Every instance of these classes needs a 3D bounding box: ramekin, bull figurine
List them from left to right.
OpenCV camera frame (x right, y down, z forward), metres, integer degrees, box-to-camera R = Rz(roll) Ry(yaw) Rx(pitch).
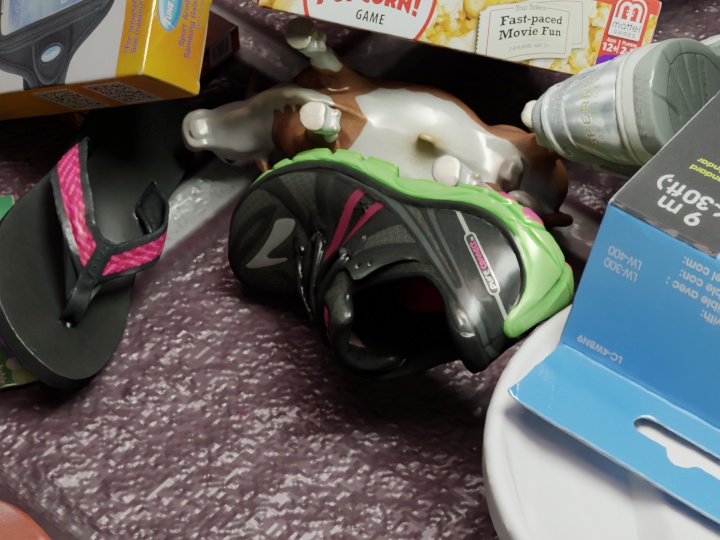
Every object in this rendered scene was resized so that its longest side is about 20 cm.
[{"bbox_3d":[0.009,-0.063,0.934,0.198,0.121,0.066,15,80,6],"label":"bull figurine"},{"bbox_3d":[0.145,0.102,0.782,0.200,0.095,0.204,1,45,-1],"label":"ramekin"}]

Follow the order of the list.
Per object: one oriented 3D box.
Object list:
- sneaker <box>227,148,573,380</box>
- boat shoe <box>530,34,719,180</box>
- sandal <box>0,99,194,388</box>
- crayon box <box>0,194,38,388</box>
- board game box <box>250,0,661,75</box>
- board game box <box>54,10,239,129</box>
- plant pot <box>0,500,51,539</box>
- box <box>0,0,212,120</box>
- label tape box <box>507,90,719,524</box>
[{"bbox_3d":[0.000,0.000,0.859,0.199,0.077,0.084,8,47,49],"label":"sneaker"},{"bbox_3d":[0.147,-0.071,0.915,0.064,0.075,0.201,-5,2,28],"label":"boat shoe"},{"bbox_3d":[-0.120,-0.031,0.926,0.075,0.045,0.201,40,43,-21],"label":"sandal"},{"bbox_3d":[-0.249,0.012,0.904,0.198,0.052,0.126,-14,49,-12],"label":"crayon box"},{"bbox_3d":[0.024,-0.142,0.957,0.198,0.047,0.151,9,14,-24],"label":"board game box"},{"bbox_3d":[-0.172,-0.143,1.069,0.199,0.020,0.103,31,54,26],"label":"board game box"},{"bbox_3d":[-0.196,0.167,0.654,0.194,0.202,0.201,-10,44,-37],"label":"plant pot"},{"bbox_3d":[-0.149,-0.139,0.963,0.199,0.041,0.120,-2,77,42],"label":"box"},{"bbox_3d":[0.171,0.006,0.766,0.143,0.067,0.200,29,50,25],"label":"label tape box"}]
